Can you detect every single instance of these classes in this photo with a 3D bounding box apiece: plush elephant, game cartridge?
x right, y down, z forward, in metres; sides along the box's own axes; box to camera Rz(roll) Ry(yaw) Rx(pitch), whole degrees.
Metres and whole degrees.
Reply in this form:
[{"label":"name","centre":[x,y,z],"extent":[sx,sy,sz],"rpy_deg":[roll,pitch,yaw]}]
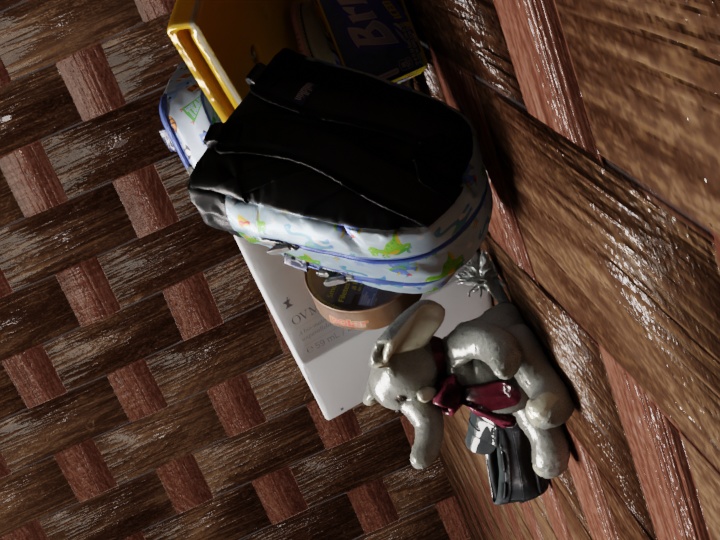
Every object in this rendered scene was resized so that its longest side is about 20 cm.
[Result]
[{"label":"plush elephant","centre":[0.077,0.095,0.992],"extent":[0.165,0.153,0.202],"rpy_deg":[73,173,-68]},{"label":"game cartridge","centre":[-0.092,-0.213,0.962],"extent":[0.177,0.032,0.203],"rpy_deg":[60,-150,-50]}]

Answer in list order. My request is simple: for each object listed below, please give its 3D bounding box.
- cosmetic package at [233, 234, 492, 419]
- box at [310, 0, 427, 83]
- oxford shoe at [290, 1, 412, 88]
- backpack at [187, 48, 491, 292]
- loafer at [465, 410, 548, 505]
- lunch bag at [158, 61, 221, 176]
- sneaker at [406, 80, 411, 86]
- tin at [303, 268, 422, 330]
[{"label":"cosmetic package","centre":[0.000,0.000,1.164],"extent":[0.201,0.197,0.124],"rpy_deg":[58,173,34]},{"label":"box","centre":[-0.013,-0.245,0.949],"extent":[0.064,0.069,0.203],"rpy_deg":[-118,6,-85]},{"label":"oxford shoe","centre":[0.009,-0.158,1.025],"extent":[0.201,0.073,0.071],"rpy_deg":[56,-161,-21]},{"label":"backpack","centre":[0.002,-0.068,0.861],"extent":[0.197,0.165,0.155],"rpy_deg":[7,143,34]},{"label":"loafer","centre":[0.143,0.167,1.224],"extent":[0.068,0.069,0.203],"rpy_deg":[-118,7,-62]},{"label":"lunch bag","centre":[-0.173,-0.167,1.400],"extent":[0.201,0.074,0.162],"rpy_deg":[-83,-28,-59]},{"label":"sneaker","centre":[0.004,-0.181,1.083],"extent":[0.201,0.074,0.071],"rpy_deg":[70,176,-54]},{"label":"tin","centre":[0.017,-0.032,1.070],"extent":[0.042,0.110,0.202],"rpy_deg":[76,-151,-49]}]
